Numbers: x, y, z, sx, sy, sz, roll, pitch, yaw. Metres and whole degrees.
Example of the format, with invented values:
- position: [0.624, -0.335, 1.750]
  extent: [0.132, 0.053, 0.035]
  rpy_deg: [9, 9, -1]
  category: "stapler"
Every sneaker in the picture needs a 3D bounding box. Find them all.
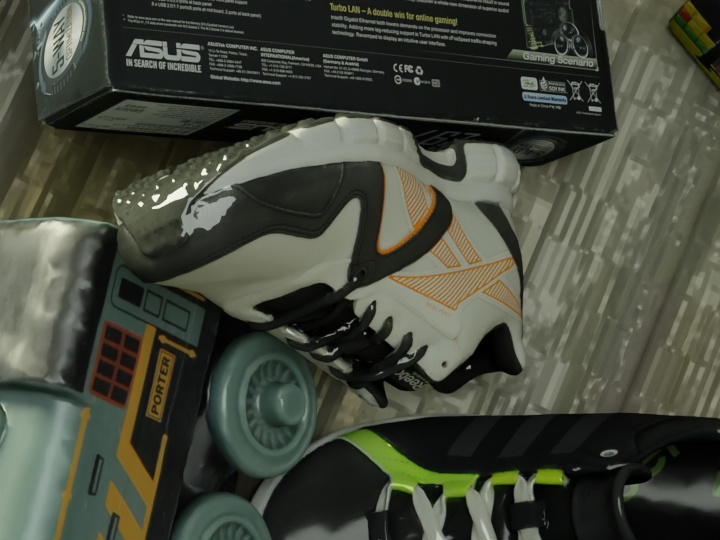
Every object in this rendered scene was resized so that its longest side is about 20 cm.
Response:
- position: [0.060, 0.072, 0.822]
  extent: [0.200, 0.083, 0.072]
  rpy_deg: [-7, 78, -10]
  category: "sneaker"
- position: [0.000, 0.000, 0.783]
  extent: [0.074, 0.200, 0.080]
  rpy_deg: [-15, 81, 31]
  category: "sneaker"

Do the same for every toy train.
- position: [-0.084, 0.078, 0.777]
  extent: [0.114, 0.085, 0.200]
  rpy_deg: [30, 67, -46]
  category: "toy train"

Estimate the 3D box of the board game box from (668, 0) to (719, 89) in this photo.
- position: [0.234, -0.062, 0.894]
  extent: [0.165, 0.057, 0.200]
  rpy_deg: [-38, 86, -14]
  category: "board game box"

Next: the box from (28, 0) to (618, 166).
- position: [-0.013, -0.120, 0.830]
  extent: [0.200, 0.044, 0.160]
  rpy_deg: [2, 76, -37]
  category: "box"
